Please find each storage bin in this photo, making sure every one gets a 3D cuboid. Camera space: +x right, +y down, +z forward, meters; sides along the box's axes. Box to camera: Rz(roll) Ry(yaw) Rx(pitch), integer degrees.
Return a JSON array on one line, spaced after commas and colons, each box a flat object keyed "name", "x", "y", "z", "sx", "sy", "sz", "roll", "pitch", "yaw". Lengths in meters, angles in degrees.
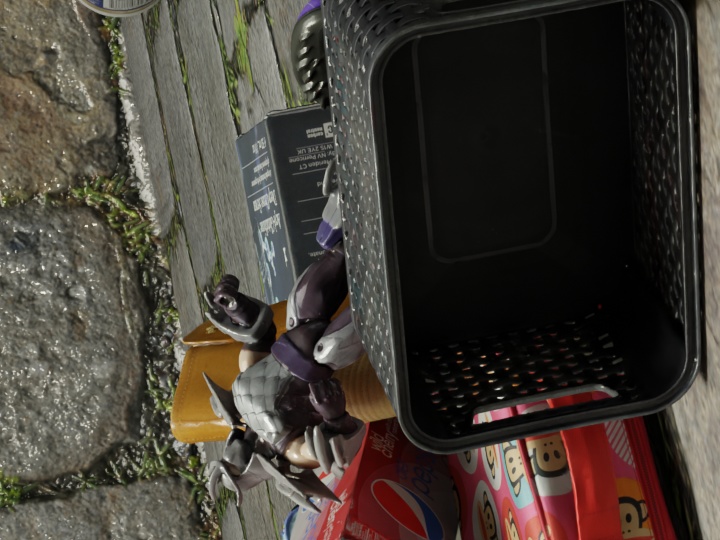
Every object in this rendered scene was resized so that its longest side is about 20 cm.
[{"name": "storage bin", "x": 0.064, "y": -0.038, "z": 1.265, "sx": 0.094, "sy": 0.134, "sz": 0.201, "roll": -116, "pitch": 18, "yaw": -60}]

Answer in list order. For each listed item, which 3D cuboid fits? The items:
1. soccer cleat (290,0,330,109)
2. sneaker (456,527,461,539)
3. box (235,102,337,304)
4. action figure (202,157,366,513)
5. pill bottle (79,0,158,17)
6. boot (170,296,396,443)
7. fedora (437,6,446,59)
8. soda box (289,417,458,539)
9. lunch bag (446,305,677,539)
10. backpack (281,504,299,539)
[{"name": "soccer cleat", "x": 0.014, "y": -0.114, "z": 1.565, "sx": 0.200, "sy": 0.068, "sz": 0.074, "roll": 40, "pitch": -133, "yaw": -62}, {"name": "sneaker", "x": 0.059, "y": 0.121, "z": 1.651, "sx": 0.075, "sy": 0.080, "sz": 0.201, "roll": 48, "pitch": -149, "yaw": -40}, {"name": "box", "x": 0.000, "y": 0.000, "z": 1.818, "sx": 0.148, "sy": 0.106, "sz": 0.201, "roll": 161, "pitch": 98, "yaw": -80}, {"name": "action figure", "x": -0.021, "y": 0.029, "z": 1.448, "sx": 0.130, "sy": 0.069, "sz": 0.201, "roll": 42, "pitch": 106, "yaw": 36}, {"name": "pill bottle", "x": -0.232, "y": -0.334, "z": 2.892, "sx": 0.200, "sy": 0.110, "sz": 0.112, "roll": 106, "pitch": 152, "yaw": -70}, {"name": "boot", "x": -0.014, "y": 0.021, "z": 1.583, "sx": 0.201, "sy": 0.143, "sz": 0.071, "roll": -56, "pitch": -47, "yaw": -51}, {"name": "fedora", "x": 0.050, "y": -0.147, "z": 1.374, "sx": 0.201, "sy": 0.091, "sz": 0.202, "roll": 168, "pitch": 90, "yaw": -84}, {"name": "soda box", "x": 0.006, "y": 0.132, "z": 1.498, "sx": 0.070, "sy": 0.063, "sz": 0.200, "roll": -51, "pitch": 7, "yaw": 18}, {"name": "lunch bag", "x": 0.095, "y": 0.102, "z": 1.413, "sx": 0.176, "sy": 0.081, "sz": 0.201, "roll": 103, "pitch": 156, "yaw": -68}, {"name": "backpack", "x": 0.029, "y": 0.237, "z": 1.829, "sx": 0.200, "sy": 0.134, "sz": 0.184, "roll": 90, "pitch": 168, "yaw": -60}]
